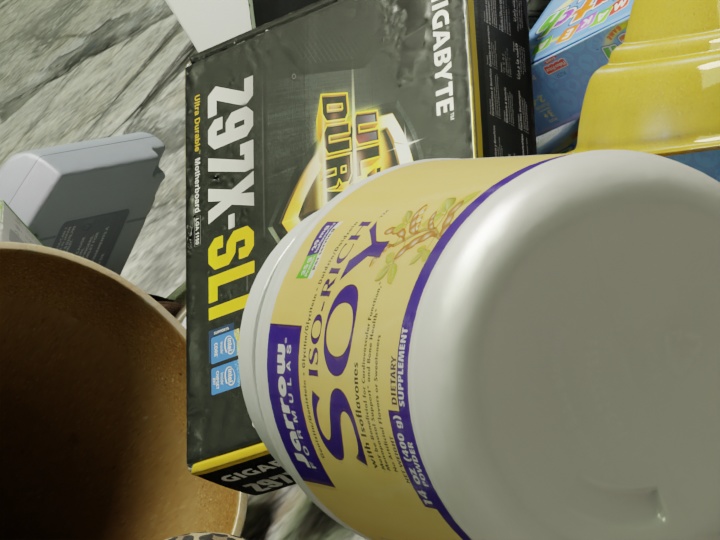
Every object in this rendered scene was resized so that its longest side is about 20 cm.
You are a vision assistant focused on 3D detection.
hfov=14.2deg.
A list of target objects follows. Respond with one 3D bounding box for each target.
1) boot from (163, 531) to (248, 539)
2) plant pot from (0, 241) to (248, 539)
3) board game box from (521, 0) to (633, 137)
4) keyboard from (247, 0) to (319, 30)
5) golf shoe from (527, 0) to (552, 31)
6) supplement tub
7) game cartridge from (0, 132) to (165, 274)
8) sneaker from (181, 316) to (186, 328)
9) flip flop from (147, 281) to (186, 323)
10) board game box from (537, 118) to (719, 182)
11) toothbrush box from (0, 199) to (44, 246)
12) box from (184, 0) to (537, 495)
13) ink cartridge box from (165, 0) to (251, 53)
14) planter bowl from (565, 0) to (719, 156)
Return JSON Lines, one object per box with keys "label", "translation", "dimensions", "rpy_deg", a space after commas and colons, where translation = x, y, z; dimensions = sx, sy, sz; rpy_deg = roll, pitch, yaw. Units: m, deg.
{"label": "boot", "translation": [-0.109, 0.182, 1.095], "dimensions": [0.200, 0.073, 0.151], "rpy_deg": [-34, 18, 10]}
{"label": "plant pot", "translation": [-0.176, 0.115, 1.283], "dimensions": [0.200, 0.186, 0.186], "rpy_deg": [-45, 8, 48]}
{"label": "board game box", "translation": [0.156, -0.150, 1.244], "dimensions": [0.151, 0.037, 0.200], "rpy_deg": [-24, 21, 43]}
{"label": "keyboard", "translation": [0.012, -0.075, 1.270], "dimensions": [0.127, 0.021, 0.200], "rpy_deg": [-29, 56, 29]}
{"label": "golf shoe", "translation": [0.090, -0.175, 1.364], "dimensions": [0.088, 0.077, 0.200], "rpy_deg": [10, 26, 25]}
{"label": "supplement tub", "translation": [0.049, 0.032, 1.002], "dimensions": [0.145, 0.145, 0.200], "rpy_deg": [-46, 17, -17]}
{"label": "game cartridge", "translation": [-0.181, 0.020, 1.526], "dimensions": [0.200, 0.040, 0.133], "rpy_deg": [-64, -17, 20]}
{"label": "sneaker", "translation": [0.000, 0.000, 1.329], "dimensions": [0.200, 0.075, 0.115], "rpy_deg": [-45, 18, 1]}
{"label": "flip flop", "translation": [-0.119, 0.029, 1.540], "dimensions": [0.200, 0.058, 0.081], "rpy_deg": [-44, 17, -9]}
{"label": "board game box", "translation": [0.137, -0.076, 1.252], "dimensions": [0.151, 0.037, 0.200], "rpy_deg": [-29, 20, 34]}
{"label": "toothbrush box", "translation": [-0.208, 0.087, 1.434], "dimensions": [0.200, 0.146, 0.086], "rpy_deg": [-39, 17, 8]}
{"label": "box", "translation": [-0.001, -0.020, 1.211], "dimensions": [0.160, 0.049, 0.200], "rpy_deg": [-20, 60, 36]}
{"label": "ink cartridge box", "translation": [0.009, -0.184, 1.455], "dimensions": [0.200, 0.083, 0.145], "rpy_deg": [-36, -15, 25]}
{"label": "planter bowl", "translation": [0.163, -0.096, 1.024], "dimensions": [0.200, 0.084, 0.200], "rpy_deg": [-11, 5, 1]}
